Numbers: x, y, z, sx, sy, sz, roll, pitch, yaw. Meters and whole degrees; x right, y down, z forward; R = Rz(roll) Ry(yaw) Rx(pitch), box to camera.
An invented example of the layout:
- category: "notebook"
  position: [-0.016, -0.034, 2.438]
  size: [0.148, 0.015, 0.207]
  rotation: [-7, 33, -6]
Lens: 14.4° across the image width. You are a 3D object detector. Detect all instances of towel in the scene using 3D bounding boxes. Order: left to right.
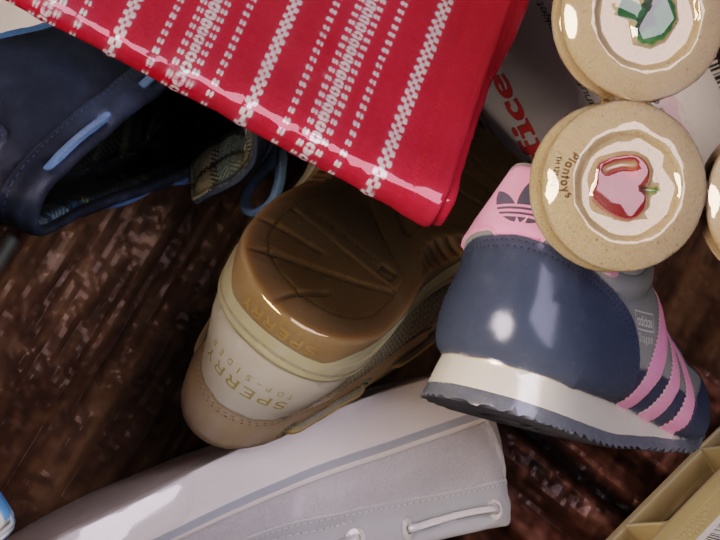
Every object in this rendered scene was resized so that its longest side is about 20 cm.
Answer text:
- category: "towel"
  position: [-0.043, -0.104, 0.881]
  size: [0.200, 0.023, 0.145]
  rotation: [27, 46, -7]

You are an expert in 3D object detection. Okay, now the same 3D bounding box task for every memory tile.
- category: "memory tile"
  position: [0.132, -0.094, 0.837]
  size: [0.153, 0.017, 0.201]
  rotation: [5, 90, -10]

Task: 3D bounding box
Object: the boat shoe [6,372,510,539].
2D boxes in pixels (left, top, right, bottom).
- category: "boat shoe"
  position: [-0.034, 0.088, 0.915]
  size: [0.200, 0.072, 0.069]
  rotation: [-19, 91, -39]

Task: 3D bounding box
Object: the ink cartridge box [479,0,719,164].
- category: "ink cartridge box"
  position: [0.115, -0.100, 0.950]
  size: [0.084, 0.200, 0.145]
  rotation: [-31, 97, -32]

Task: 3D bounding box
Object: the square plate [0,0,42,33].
- category: "square plate"
  position: [-0.151, -0.136, 0.907]
  size: [0.200, 0.028, 0.198]
  rotation: [50, 63, -12]

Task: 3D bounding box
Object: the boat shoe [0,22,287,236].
- category: "boat shoe"
  position: [-0.056, -0.046, 0.899]
  size: [0.069, 0.084, 0.200]
  rotation: [35, 43, 28]

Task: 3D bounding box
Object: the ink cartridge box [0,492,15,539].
- category: "ink cartridge box"
  position: [-0.194, 0.039, 0.754]
  size: [0.084, 0.200, 0.145]
  rotation: [-40, 101, -26]

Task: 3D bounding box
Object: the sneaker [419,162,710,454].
- category: "sneaker"
  position: [0.079, 0.014, 0.925]
  size: [0.070, 0.200, 0.082]
  rotation: [12, 89, 17]

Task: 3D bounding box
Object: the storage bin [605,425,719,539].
- category: "storage bin"
  position: [0.167, 0.129, 0.943]
  size: [0.200, 0.198, 0.094]
  rotation: [-41, 119, -28]

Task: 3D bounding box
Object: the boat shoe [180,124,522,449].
- category: "boat shoe"
  position: [0.000, 0.000, 0.925]
  size: [0.072, 0.065, 0.200]
  rotation: [38, 29, 6]
